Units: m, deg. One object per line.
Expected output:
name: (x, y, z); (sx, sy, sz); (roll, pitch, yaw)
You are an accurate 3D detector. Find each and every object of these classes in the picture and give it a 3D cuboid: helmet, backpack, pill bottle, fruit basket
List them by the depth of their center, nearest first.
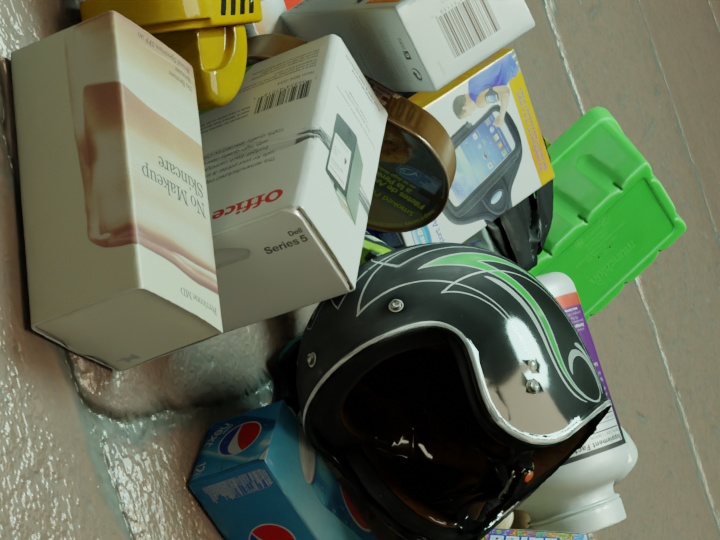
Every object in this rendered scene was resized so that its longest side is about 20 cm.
helmet: (0.056, 0.074, 1.564); (0.191, 0.200, 0.200); (46, 21, 12)
pill bottle: (0.142, 0.110, 1.793); (0.112, 0.112, 0.201); (-11, 82, -66)
backpack: (0.083, -0.082, 1.972); (0.167, 0.126, 0.201); (-45, 115, -51)
fruit basket: (0.169, -0.055, 2.114); (0.156, 0.215, 0.216); (53, 29, -34)

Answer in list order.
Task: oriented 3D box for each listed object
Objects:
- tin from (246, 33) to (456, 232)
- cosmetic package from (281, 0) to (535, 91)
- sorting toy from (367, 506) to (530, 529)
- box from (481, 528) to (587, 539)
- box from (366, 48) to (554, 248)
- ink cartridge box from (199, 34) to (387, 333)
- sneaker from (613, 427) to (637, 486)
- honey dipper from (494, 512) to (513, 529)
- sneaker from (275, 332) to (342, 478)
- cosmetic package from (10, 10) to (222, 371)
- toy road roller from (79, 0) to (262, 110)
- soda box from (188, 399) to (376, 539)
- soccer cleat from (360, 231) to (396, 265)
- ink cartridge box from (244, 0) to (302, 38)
tin: (-0.021, -0.102, 1.709); (0.199, 0.112, 0.042); (30, 42, -6)
cosmetic package: (0.033, -0.189, 1.727); (0.101, 0.200, 0.072); (-34, 108, -21)
sorting toy: (0.067, 0.166, 1.815); (0.200, 0.069, 0.199); (58, 26, -27)
box: (0.096, 0.319, 1.610); (0.193, 0.121, 0.201); (-72, 161, -54)
box: (0.066, -0.084, 1.838); (0.200, 0.041, 0.120); (-36, 116, -35)
ink cartridge box: (-0.072, -0.056, 1.588); (0.084, 0.145, 0.201); (56, 28, -32)
sneaker: (0.144, 0.112, 1.933); (0.200, 0.074, 0.118); (33, -13, 50)
honey dipper: (0.111, 0.215, 1.703); (0.200, 0.038, 0.038); (64, 21, -47)
sneaker: (-0.016, 0.065, 1.710); (0.080, 0.071, 0.200); (61, 26, -28)
cosmetic package: (-0.157, -0.051, 1.470); (0.103, 0.087, 0.201); (32, 44, -56)
toy road roller: (-0.123, -0.187, 1.622); (0.200, 0.122, 0.147); (-18, 103, -66)
soda box: (-0.037, 0.190, 1.578); (0.200, 0.064, 0.068); (59, 26, -27)
soccer cleat: (0.000, 0.000, 1.711); (0.200, 0.068, 0.081); (39, 9, 16)
ink cartridge box: (-0.042, -0.148, 1.846); (0.163, 0.050, 0.200); (67, 27, -9)
